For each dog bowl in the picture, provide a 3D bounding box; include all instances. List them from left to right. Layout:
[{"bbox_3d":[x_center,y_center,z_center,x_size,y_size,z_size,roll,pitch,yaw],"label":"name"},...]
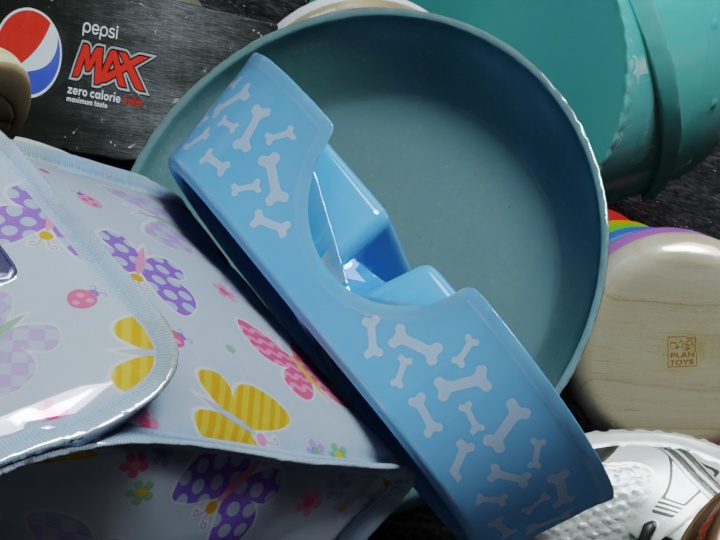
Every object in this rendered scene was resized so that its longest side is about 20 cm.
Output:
[{"bbox_3d":[0.005,0.015,0.810,0.200,0.049,0.112,51,-6,24],"label":"dog bowl"}]

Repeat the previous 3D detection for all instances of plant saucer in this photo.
[{"bbox_3d":[0.000,0.000,0.903,0.200,0.200,0.036,40,-1,26],"label":"plant saucer"}]

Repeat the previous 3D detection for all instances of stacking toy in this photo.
[{"bbox_3d":[0.111,0.012,0.978,0.085,0.086,0.200,23,8,-8],"label":"stacking toy"}]

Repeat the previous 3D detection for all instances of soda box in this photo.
[{"bbox_3d":[-0.123,-0.079,0.933,0.063,0.071,0.199,5,-2,40],"label":"soda box"}]

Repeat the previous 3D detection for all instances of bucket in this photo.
[{"bbox_3d":[0.083,-0.120,1.169,0.207,0.208,0.135,36,31,18],"label":"bucket"}]

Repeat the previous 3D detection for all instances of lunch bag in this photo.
[{"bbox_3d":[-0.108,0.037,0.749,0.199,0.127,0.170,14,26,-45],"label":"lunch bag"}]

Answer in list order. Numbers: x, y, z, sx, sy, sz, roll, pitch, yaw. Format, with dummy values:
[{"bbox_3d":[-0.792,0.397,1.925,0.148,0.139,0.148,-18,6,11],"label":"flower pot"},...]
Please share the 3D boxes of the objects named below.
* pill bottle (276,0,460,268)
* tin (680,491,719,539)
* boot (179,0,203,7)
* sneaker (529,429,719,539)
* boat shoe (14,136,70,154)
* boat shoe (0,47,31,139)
[{"bbox_3d":[0.015,-0.027,1.022,0.110,0.111,0.200,16,28,-22],"label":"pill bottle"},{"bbox_3d":[0.193,0.139,0.782,0.199,0.042,0.112,33,67,-2],"label":"tin"},{"bbox_3d":[-0.097,-0.150,1.119,0.199,0.131,0.068,31,26,8],"label":"boot"},{"bbox_3d":[0.142,0.114,0.840,0.199,0.076,0.088,16,13,-2],"label":"sneaker"},{"bbox_3d":[-0.175,-0.002,0.847,0.199,0.071,0.064,-4,43,-29],"label":"boat shoe"},{"bbox_3d":[-0.207,-0.050,0.781,0.199,0.072,0.065,-16,54,-21],"label":"boat shoe"}]
